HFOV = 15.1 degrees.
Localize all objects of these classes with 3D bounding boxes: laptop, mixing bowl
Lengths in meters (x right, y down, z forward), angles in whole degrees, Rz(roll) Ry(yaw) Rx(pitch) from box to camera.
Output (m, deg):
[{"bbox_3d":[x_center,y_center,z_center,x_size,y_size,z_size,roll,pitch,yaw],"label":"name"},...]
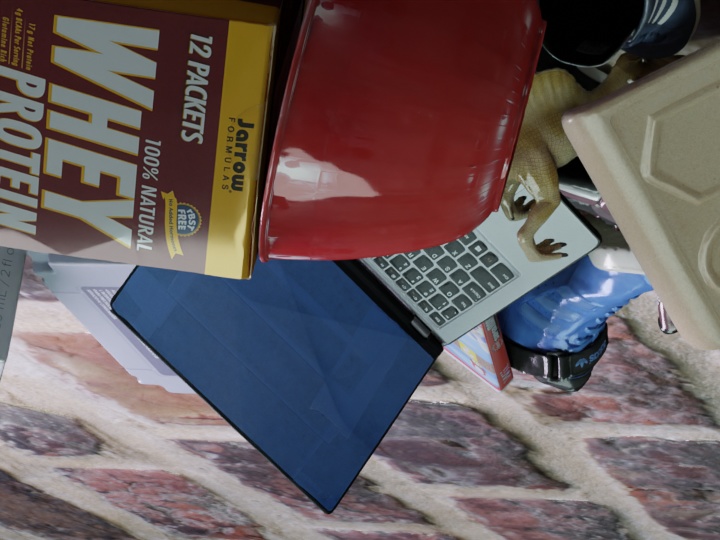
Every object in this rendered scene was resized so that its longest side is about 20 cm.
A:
[{"bbox_3d":[0.000,0.000,1.536,0.200,0.116,0.187,-34,113,28],"label":"laptop"},{"bbox_3d":[0.027,-0.087,1.312,0.108,0.201,0.200,15,164,3],"label":"mixing bowl"}]

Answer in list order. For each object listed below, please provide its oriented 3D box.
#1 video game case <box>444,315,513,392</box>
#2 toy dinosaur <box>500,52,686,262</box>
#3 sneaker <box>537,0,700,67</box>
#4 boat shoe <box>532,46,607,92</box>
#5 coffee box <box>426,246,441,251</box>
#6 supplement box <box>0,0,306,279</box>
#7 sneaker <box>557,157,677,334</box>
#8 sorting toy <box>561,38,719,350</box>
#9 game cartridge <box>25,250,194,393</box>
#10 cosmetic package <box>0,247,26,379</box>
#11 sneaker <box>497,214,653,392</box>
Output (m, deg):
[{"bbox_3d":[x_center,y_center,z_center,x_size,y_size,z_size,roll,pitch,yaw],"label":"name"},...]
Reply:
[{"bbox_3d":[0.033,-0.006,1.788,0.143,0.017,0.200,37,164,26],"label":"video game case"},{"bbox_3d":[0.092,-0.061,1.486,0.058,0.199,0.102,36,148,43],"label":"toy dinosaur"},{"bbox_3d":[0.125,-0.135,1.390,0.075,0.085,0.200,1,162,21],"label":"sneaker"},{"bbox_3d":[0.102,-0.099,1.559,0.075,0.061,0.200,2,162,24],"label":"boat shoe"},{"bbox_3d":[-0.040,-0.063,1.654,0.199,0.115,0.080,5,162,6],"label":"coffee box"},{"bbox_3d":[-0.132,-0.109,1.339,0.196,0.134,0.200,8,-153,1],"label":"supplement box"},{"bbox_3d":[0.181,-0.014,1.688,0.199,0.076,0.116,11,120,-8],"label":"sneaker"},{"bbox_3d":[0.232,-0.060,1.465,0.199,0.037,0.185,-23,125,15],"label":"sorting toy"},{"bbox_3d":[-0.109,0.025,1.683,0.132,0.041,0.200,5,156,22],"label":"game cartridge"},{"bbox_3d":[-0.305,-0.042,1.696,0.199,0.201,0.123,10,164,-8],"label":"cosmetic package"},{"bbox_3d":[0.159,0.024,1.820,0.199,0.112,0.077,-2,-159,38],"label":"sneaker"}]
